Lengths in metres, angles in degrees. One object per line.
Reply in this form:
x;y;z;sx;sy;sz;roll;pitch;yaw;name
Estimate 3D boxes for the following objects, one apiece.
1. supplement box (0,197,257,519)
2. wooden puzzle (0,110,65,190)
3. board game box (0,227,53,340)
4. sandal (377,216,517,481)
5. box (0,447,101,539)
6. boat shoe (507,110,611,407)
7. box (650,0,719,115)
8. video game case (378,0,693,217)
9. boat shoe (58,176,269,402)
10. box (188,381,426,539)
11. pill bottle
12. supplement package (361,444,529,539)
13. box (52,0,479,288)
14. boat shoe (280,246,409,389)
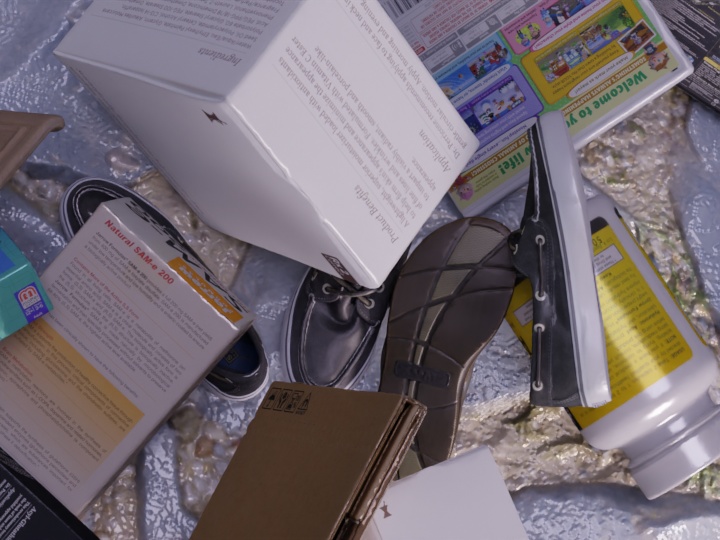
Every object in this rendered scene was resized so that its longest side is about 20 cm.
-0.182;0.066;1.367;0.126;0.074;0.200;43;99;2;supplement box
-0.316;-0.047;1.349;0.184;0.037;0.200;7;42;31;wooden puzzle
-0.312;0.004;1.346;0.152;0.045;0.200;-32;40;-15;board game box
0.058;0.054;1.430;0.081;0.055;0.201;15;107;8;sandal
-0.260;0.220;1.274;0.141;0.079;0.200;38;84;24;box
0.128;-0.005;1.363;0.056;0.069;0.201;-8;90;9;boat shoe
0.289;-0.177;1.485;0.199;0.161;0.049;33;60;1;box
0.112;-0.166;1.488;0.199;0.022;0.183;-33;84;11;video game case
-0.137;0.009;1.425;0.070;0.066;0.200;-37;85;-15;boat shoe
-0.047;0.147;1.268;0.021;0.200;0.164;33;76;-22;box
0.183;0.057;1.442;0.111;0.111;0.201;-32;83;-14;pill bottle
0.007;0.213;1.317;0.121;0.200;0.120;-16;78;-43;supplement package
-0.062;-0.115;1.359;0.131;0.199;0.199;-53;132;-16;box
0.000;0.000;1.441;0.070;0.066;0.201;26;75;-2;boat shoe
